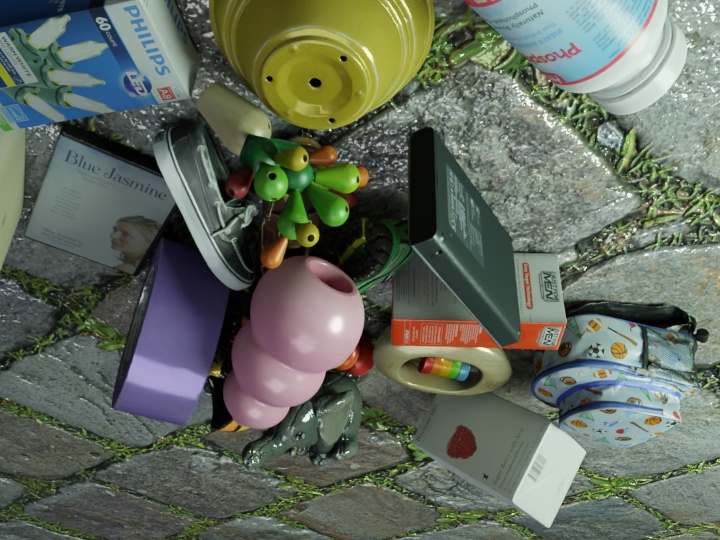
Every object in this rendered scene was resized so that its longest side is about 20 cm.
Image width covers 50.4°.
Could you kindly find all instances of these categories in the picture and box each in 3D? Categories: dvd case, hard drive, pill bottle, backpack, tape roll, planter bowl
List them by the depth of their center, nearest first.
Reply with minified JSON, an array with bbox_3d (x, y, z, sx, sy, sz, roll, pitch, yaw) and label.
[{"bbox_3d":[0.157,-0.206,0.572,0.198,0.110,0.108,31,136,-31],"label":"pill bottle"},{"bbox_3d":[-0.035,-0.181,0.641,0.196,0.085,0.202,2,144,1],"label":"planter bowl"},{"bbox_3d":[0.110,-0.030,0.784,0.032,0.142,0.200,-19,138,26],"label":"hard drive"},{"bbox_3d":[-0.289,-0.071,0.864,0.141,0.018,0.200,22,139,-22],"label":"dvd case"},{"bbox_3d":[-0.221,0.071,0.894,0.084,0.203,0.200,18,141,-18],"label":"tape roll"},{"bbox_3d":[0.317,0.137,0.996,0.187,0.156,0.201,20,145,-4],"label":"backpack"}]

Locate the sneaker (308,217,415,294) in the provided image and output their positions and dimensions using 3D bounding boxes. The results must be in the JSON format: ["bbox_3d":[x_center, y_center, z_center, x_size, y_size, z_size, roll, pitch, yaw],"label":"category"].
[{"bbox_3d":[0.000,0.000,0.888,0.084,0.080,0.199,-7,166,-35],"label":"sneaker"}]

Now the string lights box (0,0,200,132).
[{"bbox_3d":[-0.251,-0.191,0.665,0.196,0.060,0.104,-7,141,13],"label":"string lights box"}]

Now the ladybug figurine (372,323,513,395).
[{"bbox_3d":[0.112,0.110,1.029,0.196,0.073,0.136,14,142,-14],"label":"ladybug figurine"}]

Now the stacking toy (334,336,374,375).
[{"bbox_3d":[-0.044,0.094,1.007,0.084,0.087,0.199,-22,153,30],"label":"stacking toy"}]

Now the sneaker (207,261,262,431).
[{"bbox_3d":[-0.144,0.089,0.892,0.069,0.205,0.089,2,-173,34],"label":"sneaker"}]

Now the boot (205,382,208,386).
[{"bbox_3d":[-0.157,0.111,1.054,0.161,0.075,0.197,30,135,-35],"label":"boot"}]

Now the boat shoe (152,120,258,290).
[{"bbox_3d":[-0.143,-0.066,0.808,0.067,0.074,0.202,-15,121,11],"label":"boat shoe"}]

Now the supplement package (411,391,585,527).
[{"bbox_3d":[0.194,0.254,1.099,0.198,0.123,0.119,18,163,49],"label":"supplement package"}]

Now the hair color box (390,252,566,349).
[{"bbox_3d":[0.134,0.034,0.902,0.195,0.103,0.062,1,144,4],"label":"hair color box"}]

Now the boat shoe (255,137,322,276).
[{"bbox_3d":[-0.073,-0.052,0.827,0.069,0.071,0.201,0,144,-14],"label":"boat shoe"}]

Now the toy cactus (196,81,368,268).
[{"bbox_3d":[-0.078,-0.092,0.672,0.165,0.200,0.103,43,113,3],"label":"toy cactus"}]

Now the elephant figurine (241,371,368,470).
[{"bbox_3d":[-0.069,0.193,1.038,0.139,0.158,0.200,-11,157,11],"label":"elephant figurine"}]

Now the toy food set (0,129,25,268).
[{"bbox_3d":[-0.393,-0.060,0.781,0.059,0.146,0.201,14,143,-15],"label":"toy food set"}]

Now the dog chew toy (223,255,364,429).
[{"bbox_3d":[-0.081,0.085,0.818,0.123,0.125,0.202,24,112,-26],"label":"dog chew toy"}]
